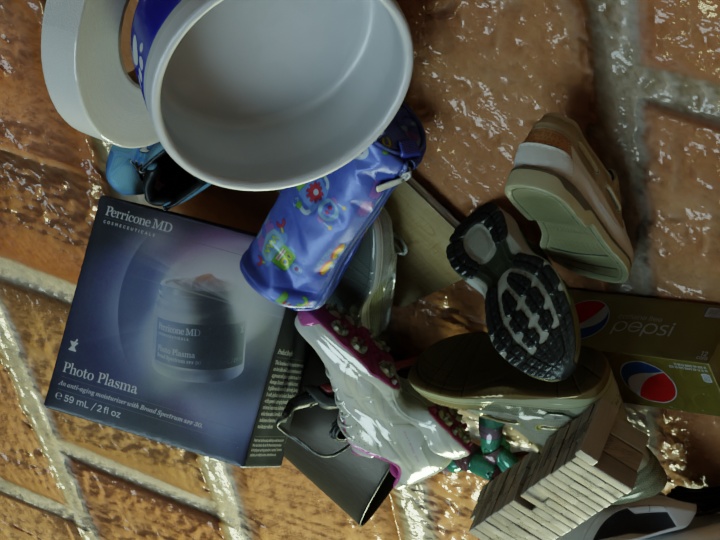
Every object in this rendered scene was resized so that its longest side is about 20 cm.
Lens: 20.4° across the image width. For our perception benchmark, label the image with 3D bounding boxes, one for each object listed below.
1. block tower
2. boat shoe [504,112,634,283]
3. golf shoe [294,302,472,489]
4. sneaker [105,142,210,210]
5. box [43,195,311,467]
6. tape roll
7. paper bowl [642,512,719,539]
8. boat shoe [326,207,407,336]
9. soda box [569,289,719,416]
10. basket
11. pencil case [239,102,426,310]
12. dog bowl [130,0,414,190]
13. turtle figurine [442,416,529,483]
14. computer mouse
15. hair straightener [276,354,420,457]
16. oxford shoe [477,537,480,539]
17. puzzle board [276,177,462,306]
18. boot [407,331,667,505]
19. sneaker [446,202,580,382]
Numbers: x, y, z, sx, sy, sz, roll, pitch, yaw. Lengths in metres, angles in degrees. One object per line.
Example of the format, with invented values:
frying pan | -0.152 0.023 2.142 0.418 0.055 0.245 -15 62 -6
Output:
block tower | 0.157 0.173 1.606 0.058 0.054 0.200 31 145 -7
boat shoe | 0.170 -0.051 1.523 0.074 0.069 0.200 12 163 24
golf shoe | 0.005 0.111 1.716 0.091 0.075 0.200 -41 108 16
sneaker | -0.176 -0.097 1.762 0.078 0.090 0.200 47 149 -18
box | -0.152 0.054 1.790 0.199 0.199 0.123 15 179 15
tape roll | -0.162 -0.193 1.517 0.037 0.203 0.203 22 147 28
paper bowl | 0.285 0.274 1.757 0.200 0.200 0.105 -13 87 50
boat shoe | 0.001 0.001 1.738 0.074 0.065 0.202 34 146 24
soda box | 0.218 0.065 1.636 0.199 0.064 0.068 7 140 39
basket | -0.037 0.118 1.885 0.200 0.136 0.181 34 130 10
pencil case | -0.020 -0.053 1.614 0.087 0.078 0.200 55 126 30
dog bowl | -0.066 -0.160 1.476 0.200 0.199 0.079 74 174 -46
turtle figurine | 0.149 0.170 1.792 0.150 0.101 0.200 33 163 -29
computer mouse | 0.247 0.203 1.713 0.110 0.199 0.044 -14 85 57
hair straightener | 0.024 0.121 1.773 0.041 0.199 0.077 120 135 -75
oxford shoe | 0.186 0.246 1.845 0.073 0.072 0.200 -9 169 42
puzzle board | 0.007 -0.057 1.718 0.200 0.017 0.151 43 149 -12
boot | 0.146 0.127 1.664 0.199 0.072 0.155 3 140 41
sneaker | 0.143 0.023 1.592 0.088 0.200 0.077 30 112 -34
